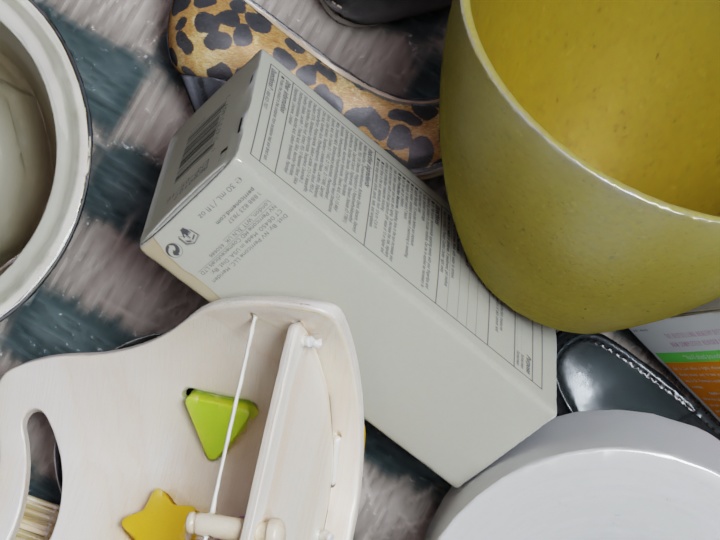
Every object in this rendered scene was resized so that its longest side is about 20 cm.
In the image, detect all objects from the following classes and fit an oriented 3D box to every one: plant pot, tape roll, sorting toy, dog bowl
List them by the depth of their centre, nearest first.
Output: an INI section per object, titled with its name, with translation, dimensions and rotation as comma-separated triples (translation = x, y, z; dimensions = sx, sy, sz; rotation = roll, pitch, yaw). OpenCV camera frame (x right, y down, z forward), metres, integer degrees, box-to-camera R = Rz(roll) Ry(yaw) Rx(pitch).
[sorting toy]
translation = -0.100, 0.113, 0.785
dimensions = 0.179, 0.107, 0.201
rotation = 7, 73, 18
[plant pot]
translation = 0.115, -0.054, 0.796
dimensions = 0.199, 0.142, 0.201
rotation = 12, 49, -14
[dog bowl]
translation = -0.229, -0.054, 0.834
dimensions = 0.199, 0.074, 0.201
rotation = 1, 82, -10
[tape roll]
translation = 0.121, 0.173, 0.835
dimensions = 0.201, 0.071, 0.204
rotation = 1, 101, 6

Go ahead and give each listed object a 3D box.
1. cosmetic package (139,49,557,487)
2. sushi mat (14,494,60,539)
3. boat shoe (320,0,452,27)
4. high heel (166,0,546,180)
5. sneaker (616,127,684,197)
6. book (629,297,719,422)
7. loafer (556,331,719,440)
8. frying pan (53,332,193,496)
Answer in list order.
[cosmetic package]
translation = 0.000, 0.000, 0.822
dimensions = 0.200, 0.104, 0.073
rotation = 40, 120, -20
[sushi mat]
translation = -0.240, 0.131, 0.839
dimensions = 0.199, 0.012, 0.096
rotation = 22, 78, -8
[boat shoe]
translation = 0.071, -0.181, 0.914
dimensions = 0.199, 0.057, 0.067
rotation = -23, 88, -12
[high heel]
translation = 0.006, -0.113, 0.884
dimensions = 0.199, 0.071, 0.143
rotation = -18, 93, -3
[sneaker]
translation = 0.148, -0.143, 0.893
dimensions = 0.118, 0.073, 0.201
rotation = 36, 65, -41
[book]
translation = 0.235, 0.080, 0.859
dimensions = 0.048, 0.134, 0.200
rotation = -45, 102, -12
[loafer]
translation = 0.171, 0.105, 0.890
dimensions = 0.201, 0.070, 0.068
rotation = 46, 75, -2
[frying pan]
translation = -0.062, 0.103, 0.865
dimensions = 0.189, 0.031, 0.115
rotation = 25, 87, -16
